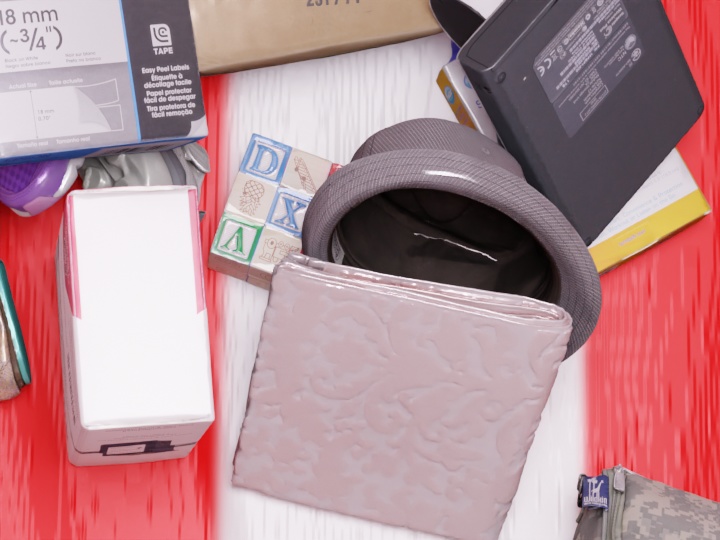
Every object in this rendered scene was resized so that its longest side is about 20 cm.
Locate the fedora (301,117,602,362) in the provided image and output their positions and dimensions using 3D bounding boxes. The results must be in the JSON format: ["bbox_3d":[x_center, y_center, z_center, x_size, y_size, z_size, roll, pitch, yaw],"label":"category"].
[{"bbox_3d":[0.058,-0.024,1.523,0.199,0.177,0.091,32,41,-22],"label":"fedora"}]

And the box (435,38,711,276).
[{"bbox_3d":[0.140,-0.097,1.648,0.118,0.041,0.201,-27,81,-10],"label":"box"}]

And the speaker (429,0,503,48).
[{"bbox_3d":[0.136,-0.219,1.555,0.081,0.081,0.200,41,78,2],"label":"speaker"}]

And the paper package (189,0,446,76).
[{"bbox_3d":[-0.044,-0.235,1.588,0.198,0.103,0.192,-13,101,-14],"label":"paper package"}]

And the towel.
[{"bbox_3d":[0.022,0.083,1.538,0.190,0.201,0.032,13,40,-3],"label":"towel"}]

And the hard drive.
[{"bbox_3d":[0.147,-0.120,1.543,0.033,0.200,0.140,31,73,39],"label":"hard drive"}]

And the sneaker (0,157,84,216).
[{"bbox_3d":[-0.234,-0.132,1.539,0.080,0.088,0.202,-23,66,27],"label":"sneaker"}]

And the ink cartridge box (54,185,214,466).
[{"bbox_3d":[-0.145,0.039,1.509,0.084,0.200,0.146,-3,80,-10],"label":"ink cartridge box"}]

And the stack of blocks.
[{"bbox_3d":[0.000,0.000,1.603,0.199,0.059,0.116,20,78,-2],"label":"stack of blocks"}]

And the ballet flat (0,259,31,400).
[{"bbox_3d":[-0.265,-0.012,1.574,0.067,0.068,0.202,-11,79,-1],"label":"ballet flat"}]

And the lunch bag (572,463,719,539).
[{"bbox_3d":[0.219,0.230,1.552,0.199,0.140,0.169,17,62,-3],"label":"lunch bag"}]

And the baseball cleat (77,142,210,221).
[{"bbox_3d":[-0.168,-0.101,1.604,0.070,0.106,0.201,-43,58,23],"label":"baseball cleat"}]

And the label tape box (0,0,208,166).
[{"bbox_3d":[-0.184,-0.171,1.482,0.143,0.063,0.202,-8,89,-30],"label":"label tape box"}]
